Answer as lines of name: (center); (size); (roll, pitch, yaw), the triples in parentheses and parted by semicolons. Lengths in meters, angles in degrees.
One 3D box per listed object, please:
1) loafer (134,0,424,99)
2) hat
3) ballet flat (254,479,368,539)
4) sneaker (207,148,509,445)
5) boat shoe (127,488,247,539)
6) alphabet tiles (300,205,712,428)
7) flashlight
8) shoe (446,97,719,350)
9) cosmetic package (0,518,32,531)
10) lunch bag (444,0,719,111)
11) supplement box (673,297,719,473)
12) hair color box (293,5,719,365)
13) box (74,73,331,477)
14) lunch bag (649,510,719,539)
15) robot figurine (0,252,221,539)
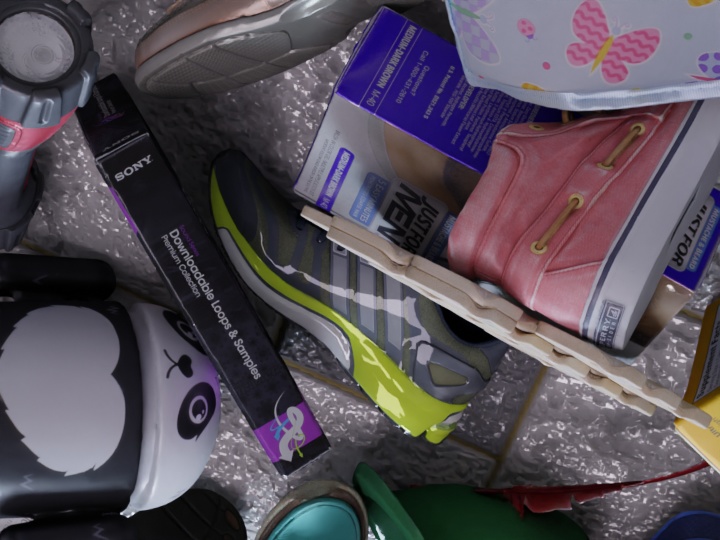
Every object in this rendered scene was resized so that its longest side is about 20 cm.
loafer: (-0.032, -0.146, 0.967); (0.199, 0.072, 0.063); (-20, 72, 29)
hat: (0.115, 0.146, 1.107); (0.176, 0.200, 0.166); (-31, 123, -9)
ballet flat: (-0.038, 0.183, 1.176); (0.067, 0.063, 0.201); (8, 130, -8)
sneaker: (0.000, 0.000, 1.049); (0.200, 0.074, 0.081); (43, 109, -11)
boat shoe: (-0.163, 0.199, 1.176); (0.076, 0.199, 0.074); (63, 154, 25)
alphabet tiles: (0.066, 0.024, 0.915); (0.195, 0.200, 0.015); (27, 88, 35)
flashlight: (-0.184, -0.075, 1.022); (0.200, 0.067, 0.068); (126, 129, -64)
shoe: (0.115, -0.054, 0.883); (0.091, 0.200, 0.072); (24, 141, 13)
cosmetic package: (-0.270, 0.092, 1.193); (0.200, 0.085, 0.108); (35, 126, -3)
lunch bag: (0.127, -0.170, 0.845); (0.199, 0.127, 0.170); (-7, 122, 13)
supplement box: (0.266, 0.033, 0.935); (0.109, 0.109, 0.200); (43, 127, -11)
hair color box: (0.073, -0.037, 0.968); (0.199, 0.065, 0.109); (27, 152, 0)
box: (-0.088, -0.001, 1.032); (0.036, 0.143, 0.201); (-31, 113, -3)
lunch bag: (0.188, 0.227, 1.080); (0.135, 0.133, 0.200); (32, 132, -7)
robot figurine: (-0.177, 0.077, 1.091); (0.199, 0.125, 0.151); (0, 107, -20)
